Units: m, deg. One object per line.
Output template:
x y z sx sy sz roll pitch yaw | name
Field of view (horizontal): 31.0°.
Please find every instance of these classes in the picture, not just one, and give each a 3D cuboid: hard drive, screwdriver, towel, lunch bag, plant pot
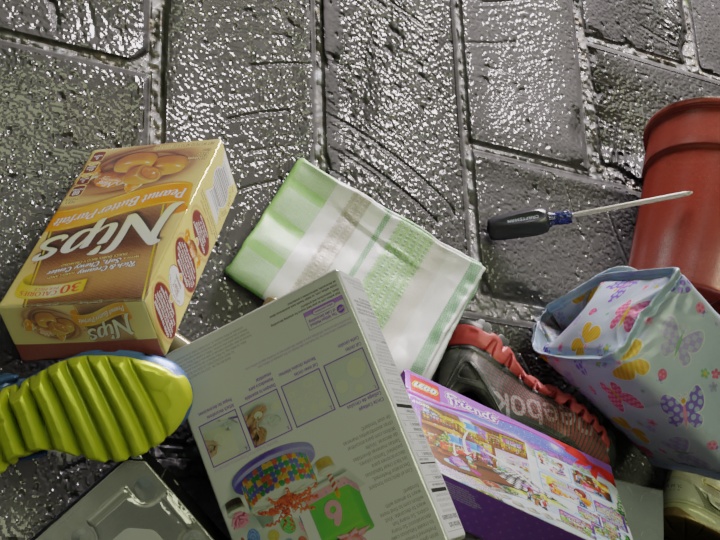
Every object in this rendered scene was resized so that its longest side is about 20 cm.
-0.143 0.243 0.922 0.139 0.038 0.201 -40 94 1 | hard drive
0.219 -0.054 1.243 0.029 0.197 0.028 -83 162 -51 | screwdriver
0.000 0.000 1.131 0.199 0.031 0.150 31 55 -1 | towel
0.261 0.087 1.176 0.169 0.200 0.127 43 74 -11 | lunch bag
0.356 -0.034 1.300 0.199 0.200 0.197 29 67 -18 | plant pot

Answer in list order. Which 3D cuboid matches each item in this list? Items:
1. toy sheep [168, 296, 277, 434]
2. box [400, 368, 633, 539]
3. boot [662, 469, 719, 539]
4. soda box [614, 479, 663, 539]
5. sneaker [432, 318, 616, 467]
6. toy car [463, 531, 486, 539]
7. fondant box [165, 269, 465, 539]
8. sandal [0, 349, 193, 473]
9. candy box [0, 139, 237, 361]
-0.069 0.103 1.017 0.199 0.139 0.138 30 54 12 | toy sheep
0.113 0.162 1.005 0.198 0.039 0.137 26 22 -10 | box
0.380 0.217 1.277 0.199 0.072 0.156 29 56 -18 | boot
0.175 0.215 1.154 0.198 0.063 0.069 16 66 -25 | soda box
0.141 0.135 1.164 0.200 0.071 0.098 37 56 -11 | sneaker
0.029 0.240 1.017 0.198 0.176 0.151 20 26 -24 | toy car
-0.033 0.122 0.908 0.202 0.143 0.058 67 12 15 | fondant box
-0.211 0.095 0.917 0.087 0.197 0.081 -54 134 -76 | sandal
-0.175 -0.019 0.972 0.201 0.114 0.056 -73 154 -50 | candy box
